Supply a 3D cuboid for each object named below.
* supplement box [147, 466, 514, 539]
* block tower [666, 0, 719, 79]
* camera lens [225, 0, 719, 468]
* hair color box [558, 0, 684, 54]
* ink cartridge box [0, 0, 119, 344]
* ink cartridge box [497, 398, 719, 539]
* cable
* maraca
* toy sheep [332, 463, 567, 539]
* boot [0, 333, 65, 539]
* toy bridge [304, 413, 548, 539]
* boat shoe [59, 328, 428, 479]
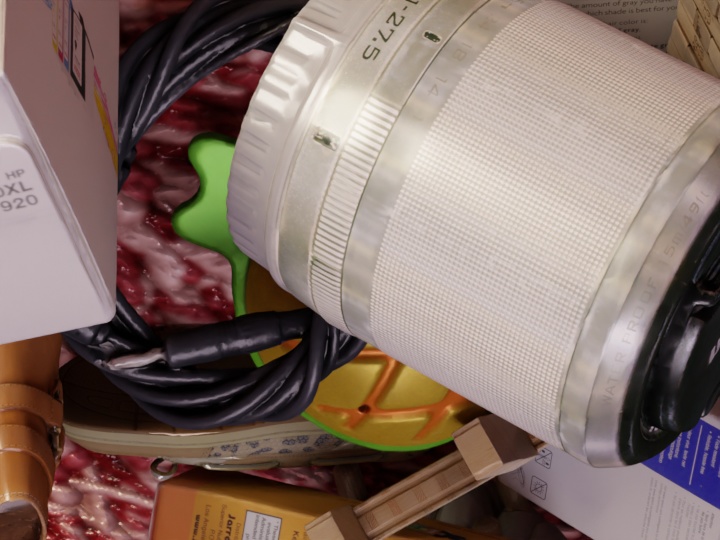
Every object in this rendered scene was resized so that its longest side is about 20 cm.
[{"bbox_3d":[-0.003,0.150,1.455,0.199,0.067,0.069,10,97,17],"label":"supplement box"},{"bbox_3d":[0.159,-0.058,1.272,0.057,0.054,0.201,-10,139,-14],"label":"block tower"},{"bbox_3d":[0.067,-0.026,1.192,0.199,0.160,0.160,28,141,20],"label":"camera lens"},{"bbox_3d":[0.107,-0.149,1.251,0.101,0.061,0.201,-3,139,-2],"label":"hair color box"},{"bbox_3d":[-0.186,-0.082,1.194,0.146,0.201,0.145,-13,137,9],"label":"ink cartridge box"},{"bbox_3d":[0.153,0.097,1.396,0.039,0.200,0.100,-18,128,-41],"label":"ink cartridge box"},{"bbox_3d":[-0.052,-0.029,1.304,0.163,0.051,0.200,41,93,2],"label":"cable"},{"bbox_3d":[0.000,0.000,1.374,0.137,0.107,0.200,-35,113,8],"label":"maraca"},{"bbox_3d":[0.046,0.166,1.539,0.199,0.138,0.138,0,141,23],"label":"toy sheep"},{"bbox_3d":[-0.162,0.043,1.365,0.073,0.155,0.201,0,137,-5],"label":"boot"},{"bbox_3d":[0.064,0.082,1.384,0.199,0.027,0.067,-32,171,17],"label":"toy bridge"},{"bbox_3d":[-0.055,0.074,1.469,0.199,0.074,0.063,0,135,-6],"label":"boat shoe"}]
